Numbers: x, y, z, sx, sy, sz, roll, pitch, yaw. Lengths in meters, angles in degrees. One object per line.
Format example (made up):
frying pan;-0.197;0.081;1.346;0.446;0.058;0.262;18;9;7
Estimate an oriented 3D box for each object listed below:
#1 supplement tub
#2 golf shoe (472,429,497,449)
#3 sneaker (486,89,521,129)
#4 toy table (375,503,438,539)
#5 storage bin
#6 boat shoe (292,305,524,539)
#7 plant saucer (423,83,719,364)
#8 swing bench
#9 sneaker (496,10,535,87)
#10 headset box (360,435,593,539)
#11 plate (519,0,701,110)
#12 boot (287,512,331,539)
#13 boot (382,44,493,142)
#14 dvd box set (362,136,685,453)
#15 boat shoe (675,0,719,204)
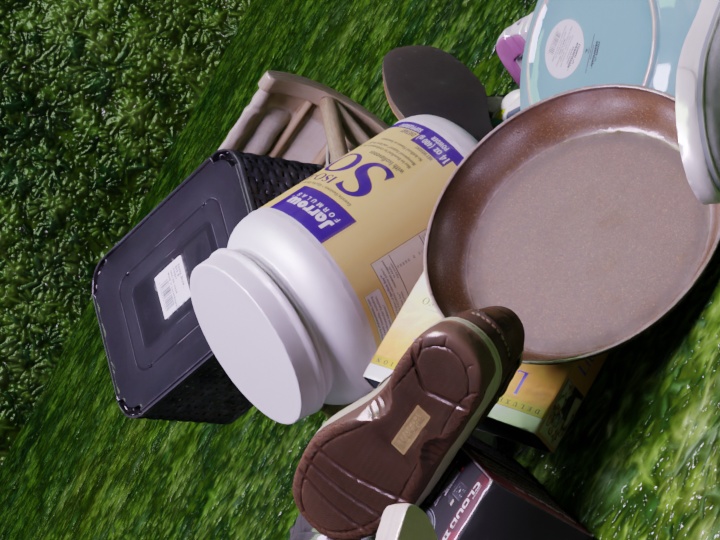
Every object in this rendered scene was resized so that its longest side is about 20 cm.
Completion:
supplement tub;0.000;0.000;1.678;0.199;0.146;0.145;-32;2;-24
golf shoe;0.071;0.069;1.607;0.091;0.075;0.201;3;-63;-60
sneaker;0.116;-0.086;1.823;0.200;0.077;0.080;160;126;-72
toy table;0.034;0.232;1.300;0.183;0.117;0.201;-25;45;42
storage bin;-0.102;0.015;1.853;0.200;0.093;0.136;-39;57;38
boat shoe;0.035;0.091;1.477;0.075;0.075;0.202;-35;-7;-47
plant saucer;0.135;-0.024;1.514;0.199;0.032;0.201;-17;51;22
swing bench;-0.045;-0.014;1.969;0.199;0.129;0.201;-53;47;28
sneaker;0.179;-0.185;1.795;0.088;0.081;0.200;-40;9;-25
headset box;0.054;0.185;1.485;0.149;0.077;0.200;-60;14;2
plate;0.162;-0.146;1.677;0.200;0.025;0.202;-16;70;53
boot;-0.028;0.205;1.757;0.132;0.070;0.200;-64;15;-3
boot;0.065;-0.085;1.799;0.076;0.073;0.200;94;156;-45
dvd box set;0.106;0.007;1.556;0.146;0.029;0.201;17;69;41
boat shoe;0.237;-0.123;1.467;0.068;0.072;0.201;-8;40;32
